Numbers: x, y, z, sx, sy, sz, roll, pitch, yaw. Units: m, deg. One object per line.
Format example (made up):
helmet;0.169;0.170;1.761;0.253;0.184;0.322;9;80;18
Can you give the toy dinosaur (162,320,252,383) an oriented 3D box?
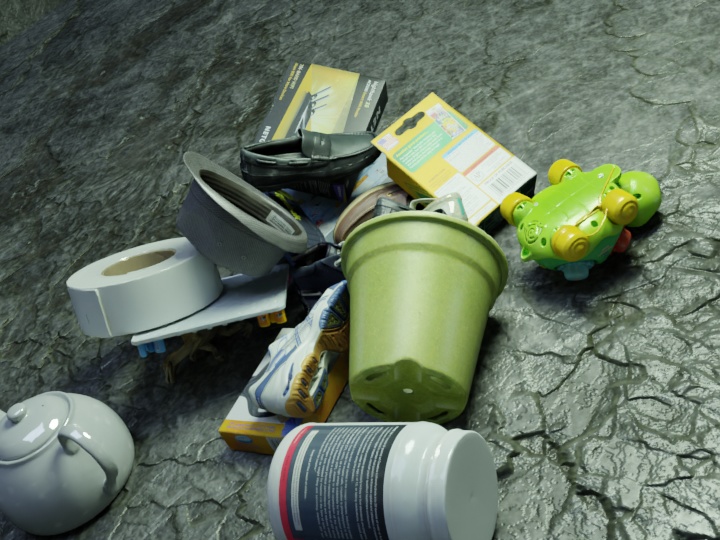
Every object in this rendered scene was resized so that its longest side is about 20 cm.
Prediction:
toy dinosaur;-0.204;0.072;1.472;0.101;0.058;0.200;7;47;42

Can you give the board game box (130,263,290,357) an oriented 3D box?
board game box;-0.192;0.050;1.411;0.199;0.026;0.200;-14;16;2

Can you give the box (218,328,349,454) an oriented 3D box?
box;-0.079;0.139;1.313;0.119;0.042;0.200;-1;44;34

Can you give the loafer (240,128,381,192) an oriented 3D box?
loafer;-0.069;-0.163;1.469;0.199;0.071;0.068;-13;42;-5

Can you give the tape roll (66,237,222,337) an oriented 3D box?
tape roll;-0.290;0.020;1.423;0.201;0.071;0.203;-13;16;4

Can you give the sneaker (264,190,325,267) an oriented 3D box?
sneaker;-0.112;-0.047;1.513;0.082;0.074;0.200;-58;38;18

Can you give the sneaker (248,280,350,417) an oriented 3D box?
sneaker;-0.068;0.086;1.275;0.088;0.075;0.200;0;42;34

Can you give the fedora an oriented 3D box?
fedora;-0.169;-0.060;1.377;0.090;0.199;0.177;-54;22;12

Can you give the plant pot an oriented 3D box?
plant pot;0.063;0.067;1.197;0.199;0.201;0.185;-10;49;24

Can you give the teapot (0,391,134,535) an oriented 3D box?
teapot;-0.390;0.223;1.326;0.199;0.146;0.198;-24;34;5

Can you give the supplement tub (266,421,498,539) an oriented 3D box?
supplement tub;0.021;0.221;1.044;0.199;0.141;0.141;-5;40;31

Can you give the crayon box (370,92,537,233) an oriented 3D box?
crayon box;0.126;-0.141;1.448;0.126;0.052;0.200;-40;65;-17

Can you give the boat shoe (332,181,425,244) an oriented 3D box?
boat shoe;0.053;-0.085;1.485;0.199;0.072;0.068;-31;32;-9

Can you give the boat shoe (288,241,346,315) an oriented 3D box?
boat shoe;0.000;0.000;1.389;0.199;0.093;0.075;-17;37;16

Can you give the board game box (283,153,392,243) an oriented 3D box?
board game box;-0.045;-0.117;1.622;0.200;0.041;0.199;-44;37;-23

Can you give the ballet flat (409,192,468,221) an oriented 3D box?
ballet flat;0.065;-0.058;1.413;0.199;0.067;0.063;-16;75;41

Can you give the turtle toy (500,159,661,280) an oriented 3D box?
turtle toy;0.275;-0.063;1.272;0.200;0.101;0.146;-34;36;-9

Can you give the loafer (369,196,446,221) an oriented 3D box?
loafer;0.099;-0.041;1.297;0.068;0.200;0.071;-12;67;56

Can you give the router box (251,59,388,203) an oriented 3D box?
router box;-0.063;-0.211;1.581;0.156;0.052;0.201;14;63;13
